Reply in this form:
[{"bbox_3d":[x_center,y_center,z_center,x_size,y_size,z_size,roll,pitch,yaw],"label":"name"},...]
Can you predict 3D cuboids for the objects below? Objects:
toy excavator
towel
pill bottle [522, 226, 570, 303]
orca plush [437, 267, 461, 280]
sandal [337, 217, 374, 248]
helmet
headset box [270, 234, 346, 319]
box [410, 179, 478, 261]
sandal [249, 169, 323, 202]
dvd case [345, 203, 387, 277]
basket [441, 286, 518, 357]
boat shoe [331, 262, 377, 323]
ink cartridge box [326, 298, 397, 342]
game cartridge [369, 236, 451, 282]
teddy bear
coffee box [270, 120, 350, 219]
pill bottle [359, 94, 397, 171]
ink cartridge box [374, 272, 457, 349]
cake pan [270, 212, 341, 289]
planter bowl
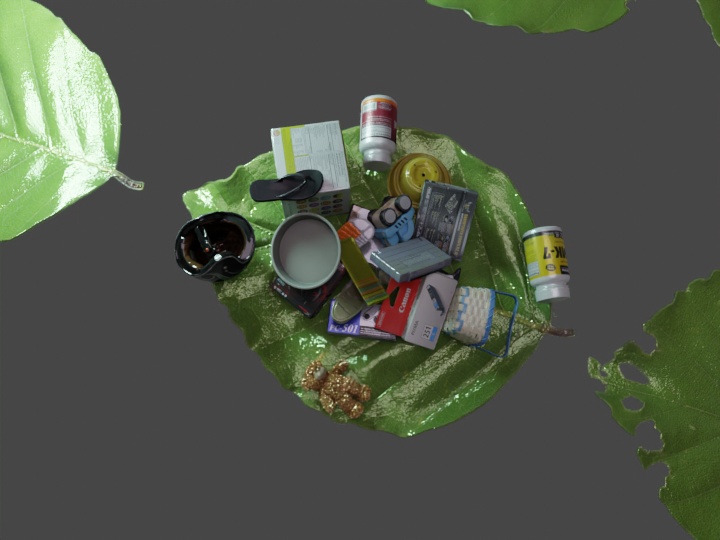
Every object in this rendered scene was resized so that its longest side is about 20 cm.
[{"bbox_3d":[0.098,-0.088,1.741,0.194,0.099,0.202,-41,109,-21],"label":"toy excavator"},{"bbox_3d":[0.000,0.000,1.651,0.085,0.018,0.202,-18,73,-46],"label":"towel"},{"bbox_3d":[0.535,-0.015,1.747,0.112,0.114,0.204,-6,78,-4],"label":"pill bottle"},{"bbox_3d":[0.191,-0.016,1.738,0.196,0.106,0.072,4,58,-10],"label":"orca plush"},{"bbox_3d":[-0.050,-0.077,1.741,0.205,0.059,0.080,-35,88,13],"label":"sandal"},{"bbox_3d":[-0.387,-0.064,1.668,0.196,0.190,0.205,3,96,28],"label":"helmet"},{"bbox_3d":[-0.132,0.007,1.693,0.148,0.075,0.201,38,98,6],"label":"headset box"},{"bbox_3d":[0.237,-0.143,1.747,0.155,0.048,0.204,12,106,0],"label":"box"},{"bbox_3d":[-0.190,-0.216,1.584,0.196,0.043,0.078,-14,78,-5],"label":"sandal"},{"bbox_3d":[0.010,-0.080,1.781,0.140,0.018,0.203,19,77,0],"label":"dvd case"},{"bbox_3d":[0.336,0.129,1.690,0.196,0.139,0.180,18,77,-8],"label":"basket"},{"bbox_3d":[-0.018,0.071,1.677,0.074,0.069,0.201,37,60,1],"label":"boat shoe"},{"bbox_3d":[0.008,0.141,1.716,0.196,0.044,0.096,7,75,-2],"label":"ink cartridge box"},{"bbox_3d":[0.138,-0.029,1.643,0.198,0.039,0.130,-17,46,-36],"label":"game cartridge"},{"bbox_3d":[-0.064,0.316,1.660,0.145,0.067,0.200,-42,83,-14],"label":"teddy bear"},{"bbox_3d":[-0.137,-0.275,1.724,0.194,0.200,0.204,-9,77,-5],"label":"coffee box"},{"bbox_3d":[0.052,-0.403,1.810,0.110,0.113,0.204,3,77,-2],"label":"pill bottle"},{"bbox_3d":[0.151,0.094,1.668,0.173,0.045,0.204,18,93,-13],"label":"ink cartridge box"},{"bbox_3d":[-0.143,-0.052,1.634,0.196,0.037,0.205,0,90,12],"label":"cake pan"},{"bbox_3d":[0.181,-0.268,1.801,0.196,0.084,0.205,1,77,-2],"label":"planter bowl"}]
